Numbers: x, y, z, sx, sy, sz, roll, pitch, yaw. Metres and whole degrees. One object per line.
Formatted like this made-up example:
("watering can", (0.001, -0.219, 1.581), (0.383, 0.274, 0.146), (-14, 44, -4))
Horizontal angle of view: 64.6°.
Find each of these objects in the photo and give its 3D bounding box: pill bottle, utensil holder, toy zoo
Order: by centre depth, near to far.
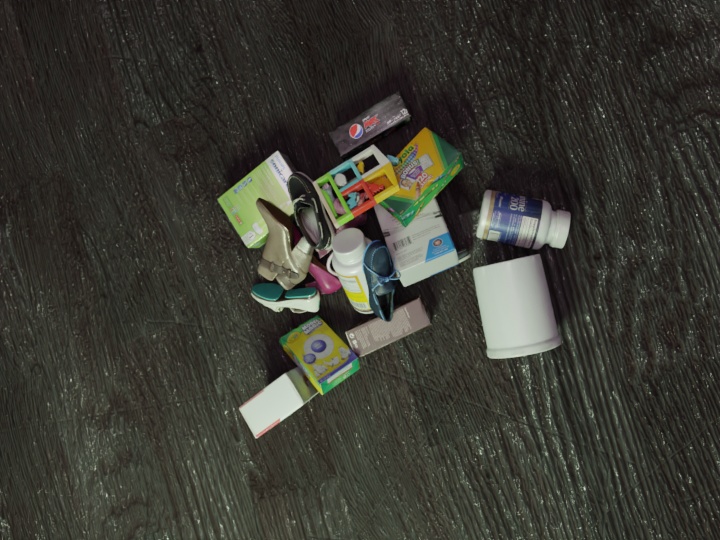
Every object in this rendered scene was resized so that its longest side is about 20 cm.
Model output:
("toy zoo", (0.001, -0.199, 1.285), (0.197, 0.021, 0.133), (-30, 63, 3))
("utensil holder", (0.350, 0.079, 1.287), (0.165, 0.170, 0.206), (-11, 88, 10))
("pill bottle", (0.371, -0.112, 1.305), (0.195, 0.111, 0.114), (12, 94, 9))
("pill bottle", (0.000, 0.000, 1.324), (0.106, 0.202, 0.111), (-11, 46, 12))

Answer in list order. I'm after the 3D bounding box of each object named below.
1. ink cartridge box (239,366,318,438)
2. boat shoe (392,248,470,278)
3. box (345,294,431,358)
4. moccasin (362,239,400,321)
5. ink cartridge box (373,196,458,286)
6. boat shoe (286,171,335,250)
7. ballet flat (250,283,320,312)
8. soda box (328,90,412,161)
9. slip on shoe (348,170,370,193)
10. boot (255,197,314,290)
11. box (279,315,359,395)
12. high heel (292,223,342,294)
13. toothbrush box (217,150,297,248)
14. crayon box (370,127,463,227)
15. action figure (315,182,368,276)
("ink cartridge box", (-0.182, 0.304, 1.369), (0.144, 0.200, 0.084), (-37, 82, 8))
("boat shoe", (0.164, -0.031, 1.364), (0.195, 0.073, 0.064), (-13, 93, 15))
("box", (0.070, 0.133, 1.371), (0.196, 0.100, 0.076), (-27, 88, 10))
("moccasin", (0.054, 0.025, 1.253), (0.079, 0.203, 0.068), (-27, 43, -17))
("ink cartridge box", (0.127, -0.090, 1.326), (0.143, 0.084, 0.204), (-22, 62, 9))
("boat shoe", (-0.125, -0.139, 1.320), (0.073, 0.060, 0.204), (-28, 79, 30))
("ballet flat", (-0.188, 0.076, 1.429), (0.195, 0.069, 0.072), (3, 92, 24))
("soda box", (0.025, -0.349, 1.384), (0.197, 0.063, 0.072), (-28, 86, 9))
("slip on shoe", (0.039, -0.210, 1.384), (0.195, 0.074, 0.063), (-17, 91, 5))
("boot", (-0.203, -0.054, 1.361), (0.199, 0.070, 0.147), (41, 112, 3))
("box", (-0.104, 0.190, 1.365), (0.116, 0.049, 0.199), (-30, 47, -24))
("high heel", (-0.114, -0.037, 1.414), (0.094, 0.068, 0.204), (-20, 103, 19))
("toothbrush box", (-0.231, -0.173, 1.422), (0.198, 0.086, 0.147), (-36, 86, 10))
("crayon box", (0.125, -0.213, 1.298), (0.200, 0.058, 0.119), (-46, 61, -4))
("action figure", (-0.044, -0.110, 1.349), (0.200, 0.132, 0.152), (-45, 46, 33))
